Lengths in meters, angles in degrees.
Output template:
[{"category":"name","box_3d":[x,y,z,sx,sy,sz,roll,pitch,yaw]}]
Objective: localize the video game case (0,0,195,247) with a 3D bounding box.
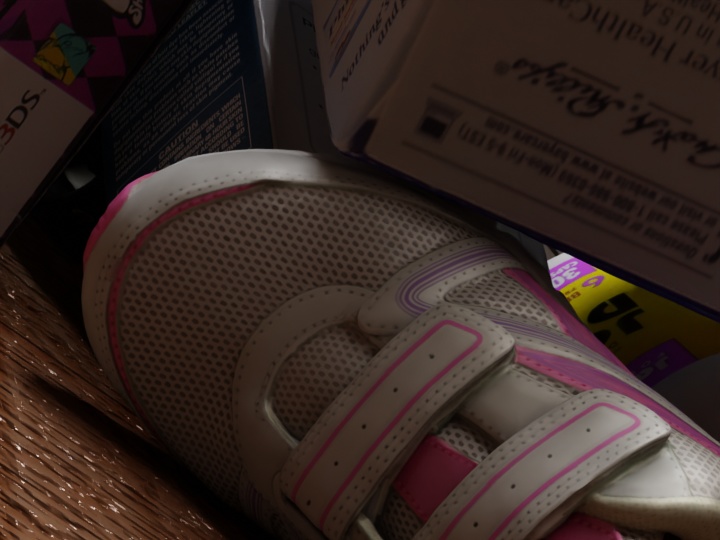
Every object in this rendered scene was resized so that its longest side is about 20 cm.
[{"category":"video game case","box_3d":[-0.077,-0.114,0.752,0.036,0.182,0.200,35,5,-30]}]

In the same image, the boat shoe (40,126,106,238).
[{"category":"boat shoe","box_3d":[-0.070,-0.053,0.865,0.063,0.074,0.201,44,5,-28]}]

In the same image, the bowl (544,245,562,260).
[{"category":"bowl","box_3d":[0.081,0.028,1.102,0.200,0.094,0.201,37,5,-3]}]

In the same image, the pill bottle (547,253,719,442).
[{"category":"pill bottle","box_3d":[0.092,0.060,0.750,0.104,0.104,0.200,36,4,-15]}]

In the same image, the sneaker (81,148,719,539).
[{"category":"sneaker","box_3d":[0.030,0.043,0.579,0.199,0.082,0.088,32,7,2]}]

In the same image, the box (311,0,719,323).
[{"category":"box","box_3d":[0.090,-0.072,0.679,0.183,0.105,0.200,24,23,-14]}]

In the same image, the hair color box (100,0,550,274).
[{"category":"hair color box","box_3d":[-0.012,-0.037,0.742,0.100,0.060,0.201,34,30,-31]}]
